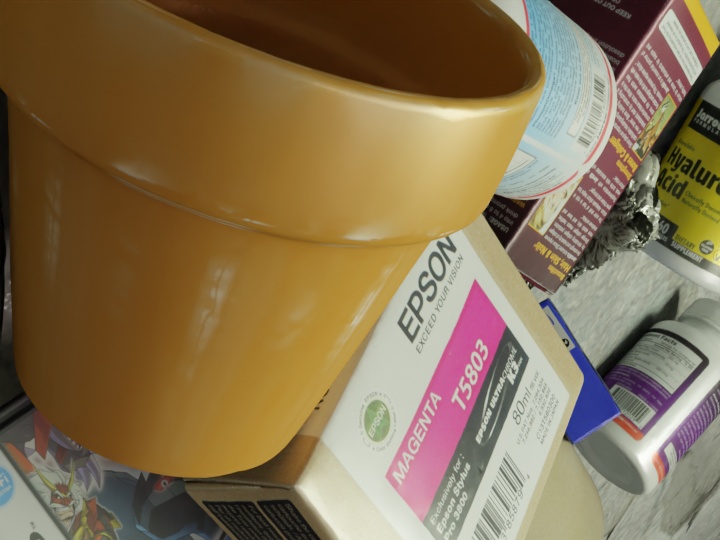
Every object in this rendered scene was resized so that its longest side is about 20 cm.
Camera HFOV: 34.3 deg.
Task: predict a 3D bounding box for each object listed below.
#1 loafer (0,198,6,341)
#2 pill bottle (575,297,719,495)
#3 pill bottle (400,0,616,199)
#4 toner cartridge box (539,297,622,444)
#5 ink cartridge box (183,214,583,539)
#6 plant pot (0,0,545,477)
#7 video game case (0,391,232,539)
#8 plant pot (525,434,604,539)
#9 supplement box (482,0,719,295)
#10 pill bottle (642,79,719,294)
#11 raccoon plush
[{"bbox_3d":[-0.162,-0.012,0.445,0.072,0.072,0.202,-25,139,-37],"label":"loafer"},{"bbox_3d":[0.316,0.124,1.209,0.200,0.111,0.112,-42,148,-17],"label":"pill bottle"},{"bbox_3d":[0.052,-0.106,0.608,0.199,0.108,0.110,14,111,-58],"label":"pill bottle"},{"bbox_3d":[0.154,0.081,0.895,0.043,0.096,0.200,-31,169,5],"label":"toner cartridge box"},{"bbox_3d":[0.024,0.077,0.591,0.165,0.074,0.201,53,48,-31],"label":"ink cartridge box"},{"bbox_3d":[-0.055,-0.031,0.450,0.199,0.200,0.185,-12,133,-48],"label":"plant pot"},{"bbox_3d":[-0.084,0.115,0.570,0.025,0.182,0.199,-28,-173,46],"label":"video game case"},{"bbox_3d":[0.064,0.131,0.827,0.187,0.186,0.201,-41,134,-18],"label":"plant pot"},{"bbox_3d":[0.131,-0.099,0.748,0.201,0.085,0.110,-57,150,5],"label":"supplement box"},{"bbox_3d":[0.318,-0.091,0.991,0.111,0.111,0.202,6,116,-56],"label":"pill bottle"},{"bbox_3d":[0.140,-0.026,0.875,0.198,0.098,0.134,-28,168,14],"label":"raccoon plush"}]
